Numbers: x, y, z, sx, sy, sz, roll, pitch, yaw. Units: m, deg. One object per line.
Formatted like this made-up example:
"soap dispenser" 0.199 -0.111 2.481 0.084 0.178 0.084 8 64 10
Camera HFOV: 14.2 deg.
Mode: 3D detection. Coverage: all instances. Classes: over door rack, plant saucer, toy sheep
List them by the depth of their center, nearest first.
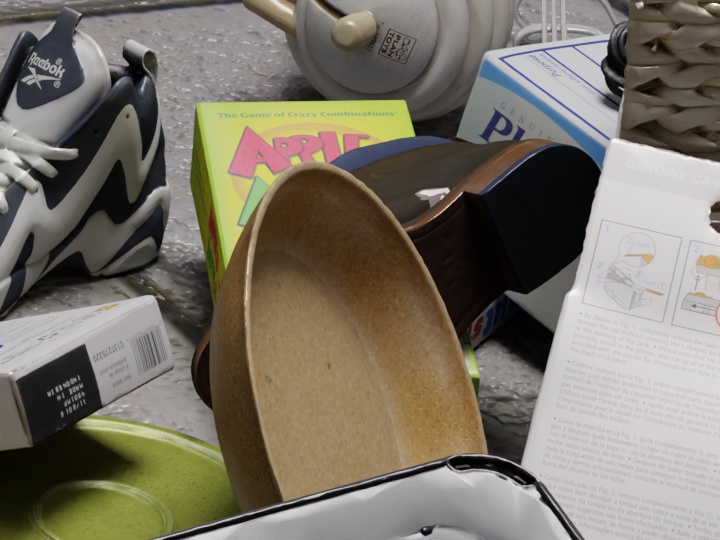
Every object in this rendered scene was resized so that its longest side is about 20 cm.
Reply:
"plant saucer" -0.007 0.060 1.098 0.035 0.201 0.200 -16 16 23
"plant saucer" -0.100 0.105 1.103 0.199 0.031 0.200 9 25 -4
"toy sheep" 0.016 -0.142 1.559 0.137 0.139 0.200 17 22 14
"over door rack" 0.187 -0.129 1.647 0.199 0.067 0.148 -9 25 7

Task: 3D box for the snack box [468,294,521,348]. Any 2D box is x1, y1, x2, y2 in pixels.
"snack box" 0.040 0.003 1.387 0.072 0.024 0.200 22 28 20

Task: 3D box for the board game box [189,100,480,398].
"board game box" -0.015 0.001 1.291 0.101 0.048 0.201 -2 39 -10

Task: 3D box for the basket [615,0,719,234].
"basket" 0.205 -0.085 1.213 0.199 0.124 0.136 3 29 8

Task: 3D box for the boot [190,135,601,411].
"boot" 0.000 0.000 1.221 0.199 0.075 0.097 -27 24 -23

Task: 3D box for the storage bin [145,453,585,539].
"storage bin" -0.011 0.153 0.924 0.199 0.094 0.135 -14 45 -24

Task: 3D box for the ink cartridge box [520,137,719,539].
"ink cartridge box" 0.150 0.061 1.145 0.160 0.050 0.201 13 68 7

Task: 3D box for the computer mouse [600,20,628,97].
"computer mouse" 0.181 -0.119 1.392 0.109 0.044 0.200 20 27 4

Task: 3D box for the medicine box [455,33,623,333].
"medicine box" 0.168 -0.027 1.376 0.199 0.103 0.182 -12 40 -43

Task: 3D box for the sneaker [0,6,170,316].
"sneaker" -0.160 -0.053 1.306 0.198 0.130 0.079 -15 34 -41

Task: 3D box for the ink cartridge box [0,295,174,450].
"ink cartridge box" -0.178 0.050 1.144 0.199 0.037 0.095 -7 13 35
